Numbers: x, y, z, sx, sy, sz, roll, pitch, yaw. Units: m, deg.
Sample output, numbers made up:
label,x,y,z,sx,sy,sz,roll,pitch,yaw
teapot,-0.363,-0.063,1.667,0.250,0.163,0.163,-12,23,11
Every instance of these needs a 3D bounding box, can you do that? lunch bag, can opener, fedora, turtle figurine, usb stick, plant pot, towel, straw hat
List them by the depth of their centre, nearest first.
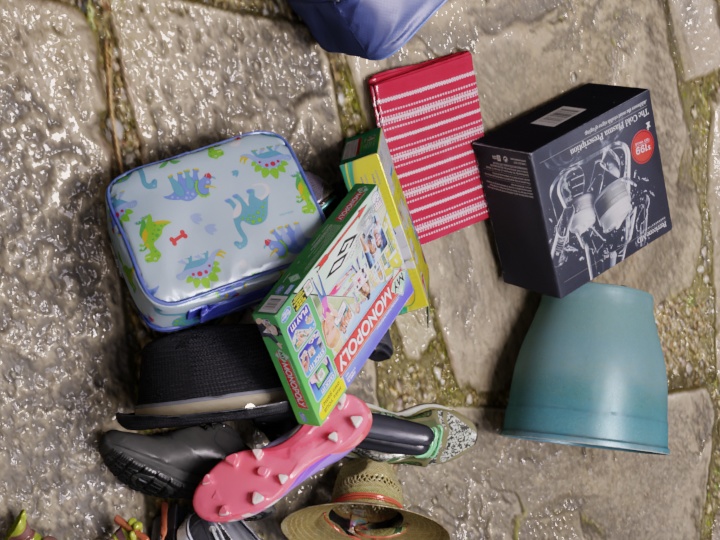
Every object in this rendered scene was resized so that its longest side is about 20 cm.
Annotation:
label,x,y,z,sx,sy,sz,roll,pitch,yaw
lunch bag,-0.138,-0.035,1.203,0.199,0.083,0.162,-20,69,-19
fedora,-0.141,0.099,1.212,0.199,0.200,0.092,-5,87,-31
lunch bag,-0.002,-0.300,1.217,0.136,0.200,0.132,-46,117,-10
turtle figurine,-0.276,0.299,1.230,0.161,0.064,0.201,29,54,-17
usb stick,0.000,0.000,1.309,0.055,0.032,0.201,35,39,-57
can opener,-0.020,0.163,1.321,0.198,0.063,0.079,11,70,3
straw hat,0.007,0.255,1.379,0.200,0.200,0.086,28,52,-32
towel,0.082,-0.137,1.406,0.144,0.022,0.202,-21,112,-29
plant pot,0.275,0.114,1.482,0.199,0.199,0.190,11,82,-33

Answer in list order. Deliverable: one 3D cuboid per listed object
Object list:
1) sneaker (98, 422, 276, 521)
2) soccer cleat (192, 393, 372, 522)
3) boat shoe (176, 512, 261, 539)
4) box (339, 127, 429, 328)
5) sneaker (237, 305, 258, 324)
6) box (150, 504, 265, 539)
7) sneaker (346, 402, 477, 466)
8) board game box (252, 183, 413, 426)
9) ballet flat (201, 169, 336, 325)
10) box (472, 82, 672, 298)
label,x,y,z,sx,sy,sz,roll,pitch,yaw
sneaker,-0.175,0.195,1.291,0.199,0.076,0.091,23,61,-25
soccer cleat,-0.074,0.194,1.249,0.199,0.067,0.077,-34,155,-6
boat shoe,-0.099,0.318,1.266,0.200,0.068,0.072,51,31,-1
box,0.032,-0.041,1.328,0.048,0.117,0.201,-18,107,10
sneaker,-0.064,0.071,1.331,0.130,0.080,0.199,-44,151,13
box,-0.131,0.354,1.302,0.199,0.162,0.049,32,126,-32
sneaker,0.061,0.197,1.419,0.199,0.088,0.078,5,97,-32
board game box,-0.020,0.029,1.181,0.200,0.029,0.135,-54,135,-40
ballet flat,-0.112,-0.030,1.291,0.200,0.072,0.072,-48,120,-14
box,0.253,-0.097,1.460,0.199,0.104,0.183,-29,117,-27
